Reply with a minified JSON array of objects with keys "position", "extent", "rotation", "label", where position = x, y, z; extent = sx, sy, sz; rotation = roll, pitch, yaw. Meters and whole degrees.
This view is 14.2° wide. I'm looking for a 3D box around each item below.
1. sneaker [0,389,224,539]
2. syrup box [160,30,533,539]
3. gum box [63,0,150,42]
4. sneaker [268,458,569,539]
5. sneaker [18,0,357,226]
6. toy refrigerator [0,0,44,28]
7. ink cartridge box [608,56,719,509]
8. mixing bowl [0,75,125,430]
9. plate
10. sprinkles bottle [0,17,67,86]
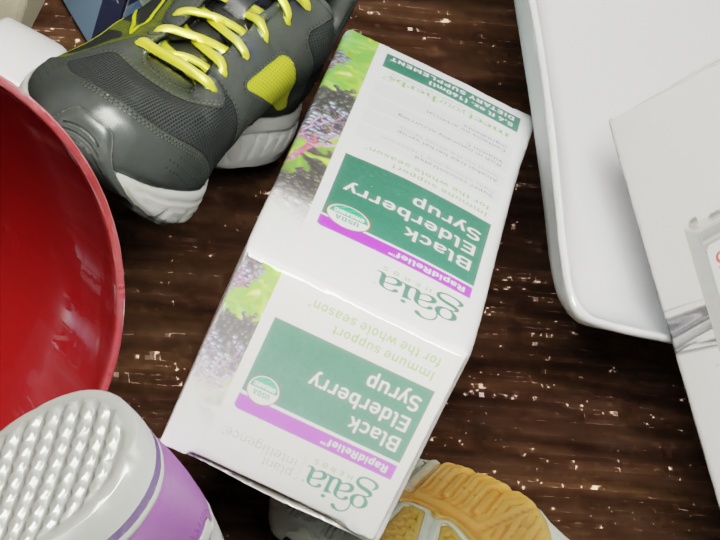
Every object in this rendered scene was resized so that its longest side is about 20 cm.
[{"position":[-0.131,0.130,0.927],"extent":[0.200,0.114,0.073],"rotation":[-28,49,5],"label":"sneaker"},{"position":[0.000,0.000,0.989],"extent":[0.078,0.082,0.200],"rotation":[25,26,-2],"label":"syrup box"},{"position":[-0.004,-0.166,1.083],"extent":[0.199,0.170,0.045],"rotation":[-22,68,-27],"label":"gum box"},{"position":[0.053,0.130,0.985],"extent":[0.199,0.088,0.076],"rotation":[21,31,22],"label":"sneaker"},{"position":[-0.058,-0.078,1.012],"extent":[0.074,0.085,0.200],"rotation":[35,19,5],"label":"sneaker"},{"position":[-0.127,-0.163,1.024],"extent":[0.070,0.200,0.076],"rotation":[23,57,-2],"label":"toy refrigerator"},{"position":[0.185,0.023,1.030],"extent":[0.146,0.083,0.201],"rotation":[-1,71,-46],"label":"ink cartridge box"},{"position":[-0.184,-0.003,0.939],"extent":[0.199,0.201,0.108],"rotation":[-2,26,-19],"label":"mixing bowl"},{"position":[0.126,-0.051,1.096],"extent":[0.199,0.032,0.201],"rotation":[14,60,-40],"label":"plate"},{"position":[-0.205,-0.094,1.037],"extent":[0.199,0.068,0.068],"rotation":[27,56,0],"label":"sprinkles bottle"}]
